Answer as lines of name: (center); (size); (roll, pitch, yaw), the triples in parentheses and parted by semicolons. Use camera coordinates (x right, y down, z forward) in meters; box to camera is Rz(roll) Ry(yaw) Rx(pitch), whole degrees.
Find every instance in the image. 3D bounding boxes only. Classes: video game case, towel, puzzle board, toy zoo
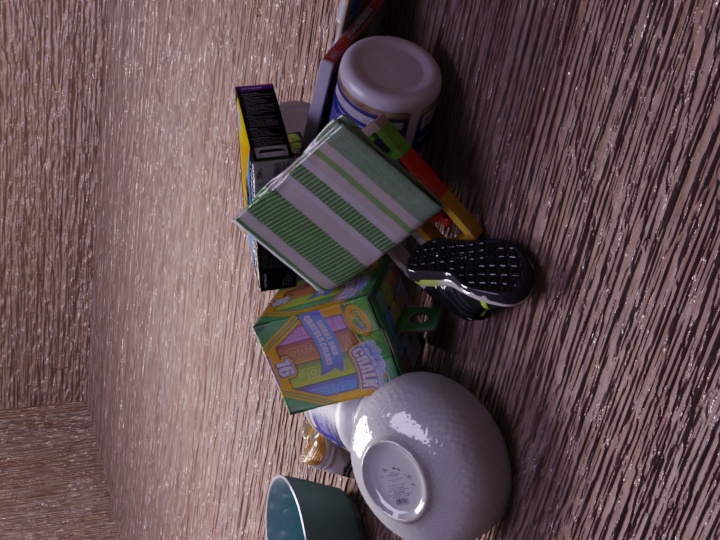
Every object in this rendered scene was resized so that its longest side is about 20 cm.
video game case: (-0.015, -0.242, 1.562); (0.200, 0.017, 0.143); (-58, -11, -46)
towel: (-0.029, -0.066, 1.416); (0.200, 0.152, 0.023); (-39, 19, 36)
puzzle board: (-0.007, -0.300, 1.570); (0.151, 0.017, 0.201); (-57, -13, -47)
toy zoo: (0.050, -0.068, 1.433); (0.200, 0.020, 0.131); (48, 141, -8)

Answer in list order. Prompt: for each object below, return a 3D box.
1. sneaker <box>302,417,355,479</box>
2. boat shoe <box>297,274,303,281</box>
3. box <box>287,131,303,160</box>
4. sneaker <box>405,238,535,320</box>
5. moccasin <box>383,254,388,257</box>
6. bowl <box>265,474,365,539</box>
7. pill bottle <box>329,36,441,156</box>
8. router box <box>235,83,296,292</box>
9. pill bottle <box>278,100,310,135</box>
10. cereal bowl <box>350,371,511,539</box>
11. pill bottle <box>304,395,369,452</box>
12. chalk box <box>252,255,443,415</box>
sneaker: (-0.029, 0.228, 1.786); (0.076, 0.087, 0.200); (-61, 10, 21)
boat shoe: (-0.069, -0.059, 1.696); (0.072, 0.060, 0.202); (-34, 36, 37)
box: (-0.066, -0.079, 1.563); (0.200, 0.035, 0.111); (-114, 16, -58)
sneaker: (0.128, 0.015, 1.364); (0.083, 0.072, 0.200); (52, 163, -26)
moccasin: (0.001, 0.000, 1.611); (0.073, 0.078, 0.202); (10, 120, 32)
bowl: (-0.059, 0.388, 1.846); (0.201, 0.104, 0.202); (175, 90, -70)
pill bottle: (0.019, -0.160, 1.492); (0.200, 0.115, 0.116); (105, 153, -48)
router box: (-0.112, -0.098, 1.536); (0.150, 0.051, 0.201); (-107, 13, -46)
pill bottle: (-0.102, -0.138, 1.855); (0.200, 0.110, 0.111); (109, 150, -47)
cereal bowl: (0.062, 0.215, 1.409); (0.199, 0.083, 0.201); (15, 113, 38)
pill bottle: (0.010, 0.173, 1.607); (0.200, 0.115, 0.116); (-168, 75, -69)
chalk box: (-0.003, 0.070, 1.518); (0.124, 0.199, 0.124); (-60, -50, -65)
